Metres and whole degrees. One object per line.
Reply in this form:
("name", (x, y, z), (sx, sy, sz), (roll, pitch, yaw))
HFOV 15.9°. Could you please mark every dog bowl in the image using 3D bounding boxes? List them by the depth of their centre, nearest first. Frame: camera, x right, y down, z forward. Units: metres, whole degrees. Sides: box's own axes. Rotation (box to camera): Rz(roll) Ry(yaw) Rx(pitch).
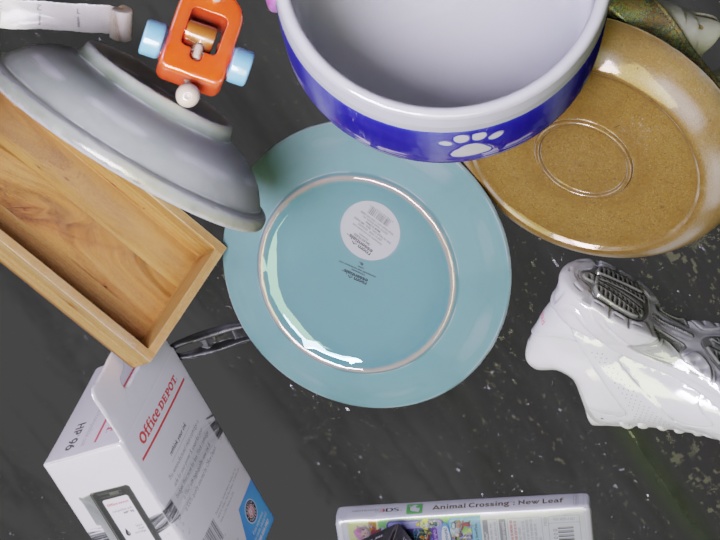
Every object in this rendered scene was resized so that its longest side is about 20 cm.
("dog bowl", (0.049, -0.168, 1.529), (0.200, 0.200, 0.079), (4, 161, 3))

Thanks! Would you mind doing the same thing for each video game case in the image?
("video game case", (0.084, 0.252, 1.867), (0.182, 0.022, 0.200), (-4, 120, 7))

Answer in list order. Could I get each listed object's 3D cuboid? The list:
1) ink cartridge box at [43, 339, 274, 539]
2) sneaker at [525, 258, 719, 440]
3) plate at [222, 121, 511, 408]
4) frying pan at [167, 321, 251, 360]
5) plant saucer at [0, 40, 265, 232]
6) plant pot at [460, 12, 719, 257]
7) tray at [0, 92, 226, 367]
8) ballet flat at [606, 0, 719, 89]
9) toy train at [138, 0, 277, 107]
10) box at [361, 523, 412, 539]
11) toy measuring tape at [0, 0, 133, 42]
("ink cartridge box", (-0.145, 0.136, 1.764), (0.068, 0.116, 0.200), (-17, 117, 25))
("sneaker", (0.200, 0.076, 1.734), (0.200, 0.078, 0.099), (33, 124, -3))
("plate", (0.000, 0.000, 1.693), (0.200, 0.026, 0.200), (5, 109, 16))
("frying pan", (-0.041, 0.019, 1.744), (0.190, 0.031, 0.115), (2, 117, 2))
("plant saucer", (-0.136, -0.096, 1.599), (0.200, 0.200, 0.050), (30, 97, -12))
("plant pot", (0.144, -0.077, 1.627), (0.200, 0.027, 0.200), (15, 138, 14))
("tray", (-0.194, -0.037, 1.685), (0.200, 0.099, 0.037), (40, 155, -16))
("ballet flat", (0.215, -0.123, 1.622), (0.071, 0.071, 0.200), (-34, 111, 22))
("toy train", (-0.034, -0.144, 1.598), (0.200, 0.150, 0.056), (14, 157, -8))
("box", (-0.010, 0.287, 1.856), (0.200, 0.048, 0.158), (-27, 109, 30))
("toy measuring tape", (-0.248, -0.155, 1.637), (0.200, 0.074, 0.074), (6, 120, 2))
